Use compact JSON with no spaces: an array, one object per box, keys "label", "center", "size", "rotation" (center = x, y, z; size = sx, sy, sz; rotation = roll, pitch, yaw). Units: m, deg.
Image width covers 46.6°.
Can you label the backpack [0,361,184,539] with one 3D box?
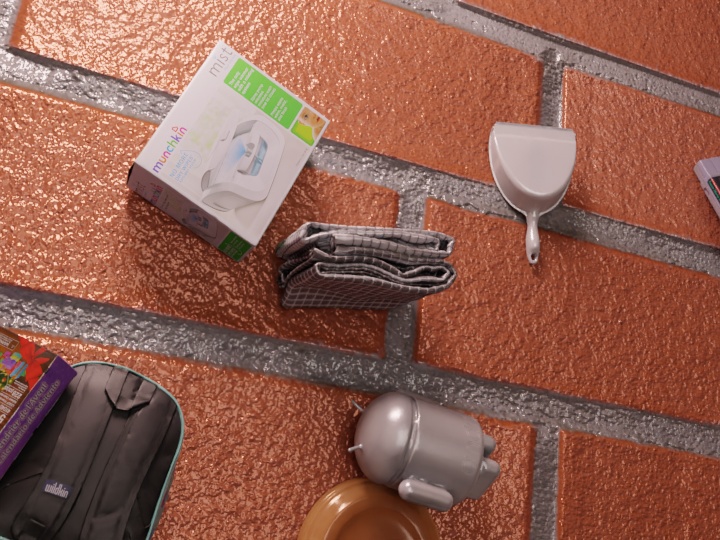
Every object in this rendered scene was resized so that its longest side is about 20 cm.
[{"label":"backpack","center":[-0.281,0.205,0.879],"size":[0.173,0.153,0.204],"rotation":[22,71,-8]}]

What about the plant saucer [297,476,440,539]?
[{"label":"plant saucer","center":[0.016,0.357,1.022],"size":[0.196,0.037,0.205],"rotation":[6,74,-20]}]

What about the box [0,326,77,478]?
[{"label":"box","center":[-0.399,0.121,0.848],"size":[0.197,0.039,0.138],"rotation":[16,63,31]}]

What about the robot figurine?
[{"label":"robot figurine","center":[0.075,0.220,1.040],"size":[0.196,0.114,0.171],"rotation":[20,31,-16]}]

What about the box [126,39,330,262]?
[{"label":"box","center":[-0.166,-0.148,1.053],"size":[0.175,0.096,0.202],"rotation":[35,67,-12]}]

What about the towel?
[{"label":"towel","center":[0.000,0.000,1.041],"size":[0.196,0.165,0.088],"rotation":[4,80,-20]}]

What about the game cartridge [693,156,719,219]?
[{"label":"game cartridge","center":[0.640,-0.103,1.360],"size":[0.127,0.039,0.203],"rotation":[-9,63,-21]}]

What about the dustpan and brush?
[{"label":"dustpan and brush","center":[0.257,-0.112,1.241],"size":[0.136,0.057,0.204],"rotation":[4,68,-9]}]
